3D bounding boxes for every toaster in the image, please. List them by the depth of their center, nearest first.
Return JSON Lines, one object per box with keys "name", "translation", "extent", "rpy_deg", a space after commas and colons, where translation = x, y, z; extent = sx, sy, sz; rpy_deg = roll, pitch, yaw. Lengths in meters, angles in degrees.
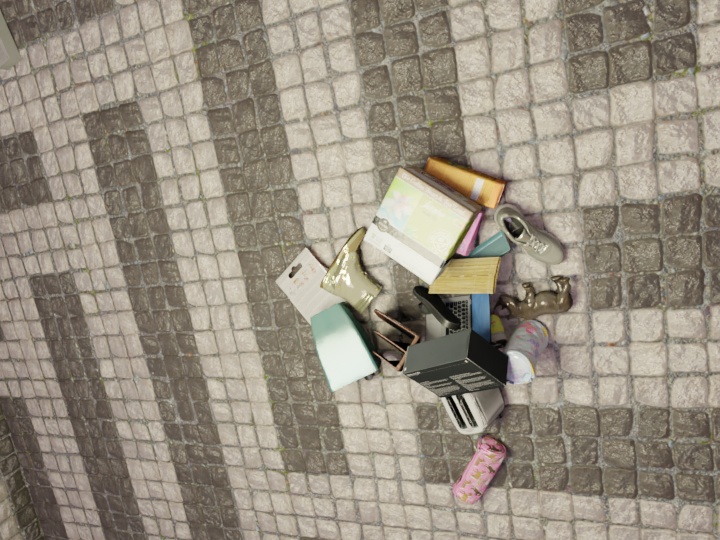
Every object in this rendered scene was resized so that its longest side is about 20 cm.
{"name": "toaster", "translation": [0.291, 0.335, 1.382], "extent": [0.113, 0.129, 0.203], "rpy_deg": [-22, 96, 44]}

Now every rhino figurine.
{"name": "rhino figurine", "translation": [0.425, 0.077, 1.306], "extent": [0.197, 0.060, 0.089], "rpy_deg": [-16, 100, 27]}

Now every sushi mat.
{"name": "sushi mat", "translation": [0.255, 0.014, 1.315], "extent": [0.198, 0.012, 0.097], "rpy_deg": [-2, 66, 48]}

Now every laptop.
{"name": "laptop", "translation": [0.238, 0.128, 1.315], "extent": [0.197, 0.116, 0.190], "rpy_deg": [-9, 59, 25]}

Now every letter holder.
{"name": "letter holder", "translation": [0.073, 0.184, 1.391], "extent": [0.141, 0.200, 0.101], "rpy_deg": [33, 84, 11]}

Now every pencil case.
{"name": "pencil case", "translation": [0.394, 0.193, 1.273], "extent": [0.089, 0.200, 0.085], "rpy_deg": [16, 117, 23]}
{"name": "pencil case", "translation": [0.327, 0.553, 1.464], "extent": [0.085, 0.083, 0.203], "rpy_deg": [26, 113, 13]}

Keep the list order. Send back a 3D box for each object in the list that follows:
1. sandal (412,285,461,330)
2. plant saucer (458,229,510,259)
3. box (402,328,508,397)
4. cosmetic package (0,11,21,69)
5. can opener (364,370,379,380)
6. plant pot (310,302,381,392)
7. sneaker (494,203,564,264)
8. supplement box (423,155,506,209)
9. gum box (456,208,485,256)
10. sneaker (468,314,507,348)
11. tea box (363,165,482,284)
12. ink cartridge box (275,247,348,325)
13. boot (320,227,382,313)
{"name": "sandal", "translation": [0.182, 0.099, 1.346], "extent": [0.074, 0.201, 0.049], "rpy_deg": [13, 112, -26]}
{"name": "plant saucer", "translation": [0.289, -0.021, 1.338], "extent": [0.199, 0.071, 0.019], "rpy_deg": [-37, 130, 27]}
{"name": "box", "translation": [0.216, 0.218, 1.214], "extent": [0.140, 0.080, 0.199], "rpy_deg": [33, 144, -27]}
{"name": "cosmetic package", "translation": [-1.205, -0.781, 1.751], "extent": [0.081, 0.051, 0.203], "rpy_deg": [-17, 97, 27]}
{"name": "can opener", "translation": [-0.012, 0.223, 1.539], "extent": [0.202, 0.052, 0.066], "rpy_deg": [60, 151, 0]}
{"name": "plant pot", "translation": [-0.049, 0.196, 1.440], "extent": [0.140, 0.141, 0.203], "rpy_deg": [-25, 87, 5]}
{"name": "sneaker", "translation": [0.398, -0.073, 1.252], "extent": [0.199, 0.092, 0.076], "rpy_deg": [36, 114, 0]}
{"name": "supplement box", "translation": [0.252, -0.217, 1.294], "extent": [0.197, 0.066, 0.070], "rpy_deg": [22, 111, 15]}
{"name": "gum box", "translation": [0.210, -0.129, 1.334], "extent": [0.197, 0.066, 0.115], "rpy_deg": [25, 111, 15]}
{"name": "sneaker", "translation": [0.292, 0.170, 1.387], "extent": [0.198, 0.078, 0.092], "rpy_deg": [-20, 60, 36]}
{"name": "tea box", "translation": [0.147, -0.112, 1.252], "extent": [0.198, 0.133, 0.199], "rpy_deg": [33, 112, 13]}
{"name": "ink cartridge box", "translation": [-0.132, 0.055, 1.540], "extent": [0.161, 0.050, 0.201], "rpy_deg": [-44, 83, 26]}
{"name": "boot", "translation": [0.000, 0.000, 1.452], "extent": [0.153, 0.072, 0.202], "rpy_deg": [33, 94, -2]}
